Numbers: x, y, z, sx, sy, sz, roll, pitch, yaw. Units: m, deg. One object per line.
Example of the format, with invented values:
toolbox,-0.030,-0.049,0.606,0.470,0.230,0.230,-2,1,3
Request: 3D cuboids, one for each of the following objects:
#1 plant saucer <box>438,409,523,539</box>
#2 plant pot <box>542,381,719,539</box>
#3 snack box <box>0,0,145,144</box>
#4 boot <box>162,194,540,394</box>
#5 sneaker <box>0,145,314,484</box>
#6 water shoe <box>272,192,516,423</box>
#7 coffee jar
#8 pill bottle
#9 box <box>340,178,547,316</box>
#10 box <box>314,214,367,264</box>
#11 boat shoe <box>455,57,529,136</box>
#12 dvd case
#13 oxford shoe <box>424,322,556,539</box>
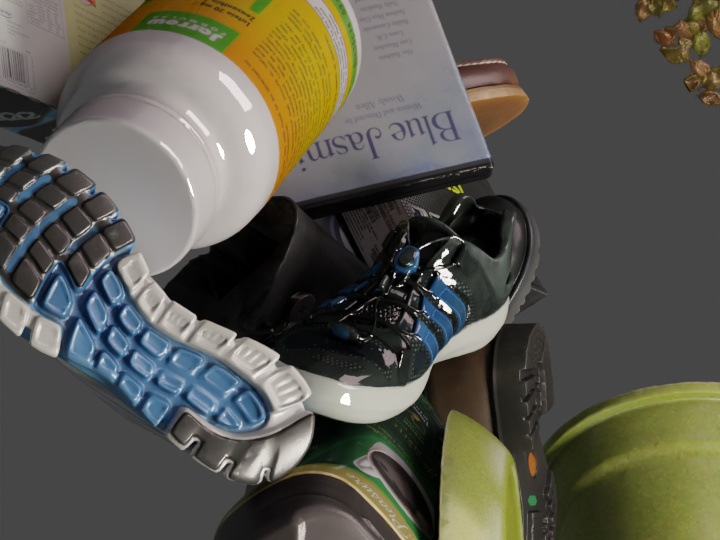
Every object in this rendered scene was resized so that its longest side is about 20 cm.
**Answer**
plant saucer,0.063,0.168,1.074,0.200,0.031,0.200,-3,90,-82
plant pot,0.207,0.202,1.343,0.200,0.200,0.184,43,33,-36
snack box,-0.150,-0.120,1.131,0.200,0.037,0.116,22,56,-61
boot,0.000,0.001,1.172,0.066,0.165,0.200,33,0,39
sneaker,-0.114,0.026,0.991,0.200,0.075,0.087,44,-17,-8
water shoe,0.015,0.012,1.072,0.071,0.079,0.200,18,22,20
coffee jar,-0.010,0.118,1.044,0.104,0.085,0.200,52,17,-11
pill bottle,-0.081,-0.079,1.075,0.111,0.111,0.200,52,32,-12
box,0.025,-0.071,1.394,0.193,0.048,0.200,17,43,-59
box,-0.009,-0.013,1.354,0.160,0.044,0.200,42,22,-39
boat shoe,-0.004,-0.091,1.261,0.070,0.200,0.070,108,-38,-64
dvd case,-0.023,-0.122,1.228,0.018,0.143,0.200,98,-25,-63
oxford shoe,0.063,0.122,1.204,0.073,0.084,0.200,-43,131,-67
